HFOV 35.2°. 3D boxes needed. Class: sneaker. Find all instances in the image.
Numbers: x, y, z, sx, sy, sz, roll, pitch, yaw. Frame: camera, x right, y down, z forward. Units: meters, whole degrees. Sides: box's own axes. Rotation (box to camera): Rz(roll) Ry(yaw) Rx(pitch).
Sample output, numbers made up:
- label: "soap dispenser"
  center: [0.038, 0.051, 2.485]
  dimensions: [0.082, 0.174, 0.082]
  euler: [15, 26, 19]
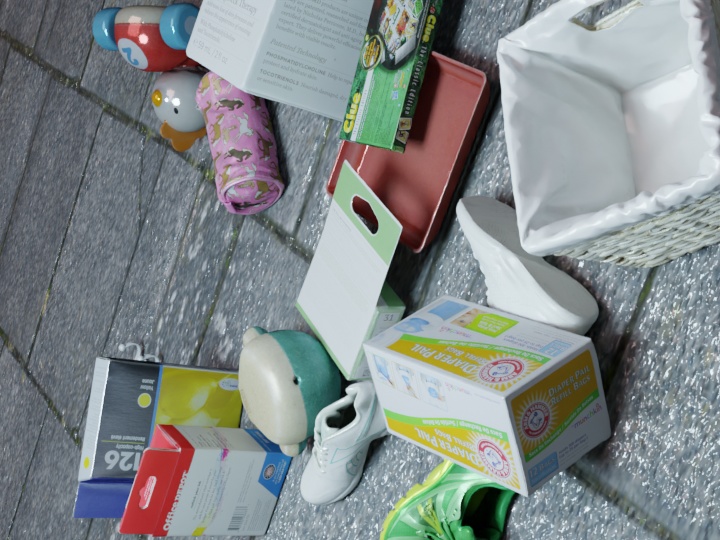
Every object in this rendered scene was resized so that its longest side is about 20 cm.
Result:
- label: "sneaker"
  center: [-0.024, 0.183, 1.241]
  dimensions: [0.200, 0.080, 0.070]
  euler: [-56, 45, 30]
- label: "sneaker"
  center: [0.140, 0.011, 1.083]
  dimensions: [0.200, 0.075, 0.089]
  euler: [57, 137, 40]
- label: "sneaker"
  center: [0.086, 0.241, 1.090]
  dimensions: [0.200, 0.074, 0.084]
  euler: [-56, 40, 28]

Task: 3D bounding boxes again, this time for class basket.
- label: "basket"
  center: [0.237, -0.118, 0.907]
  dimensions: [0.198, 0.161, 0.200]
  euler: [-24, 63, 47]

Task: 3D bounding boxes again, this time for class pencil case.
- label: "pencil case"
  center: [-0.160, -0.171, 1.494]
  dimensions: [0.087, 0.083, 0.200]
  euler: [-42, 52, 37]

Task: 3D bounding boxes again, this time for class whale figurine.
- label: "whale figurine"
  center: [-0.087, 0.137, 1.334]
  dimensions: [0.159, 0.104, 0.200]
  euler: [69, 160, 7]

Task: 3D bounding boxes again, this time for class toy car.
- label: "toy car"
  center: [-0.261, -0.267, 1.591]
  dimensions: [0.184, 0.177, 0.201]
  euler: [8, 101, 41]

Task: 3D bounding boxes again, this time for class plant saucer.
- label: "plant saucer"
  center: [0.056, -0.143, 1.248]
  dimensions: [0.200, 0.037, 0.200]
  euler: [36, 110, 49]

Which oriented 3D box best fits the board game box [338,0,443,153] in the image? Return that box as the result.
- label: "board game box"
  center: [0.036, -0.234, 1.248]
  dimensions: [0.105, 0.023, 0.200]
  euler: [21, 98, 50]

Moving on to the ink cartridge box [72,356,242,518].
- label: "ink cartridge box"
  center: [-0.249, 0.216, 1.425]
  dimensions: [0.047, 0.197, 0.201]
  euler: [3, 85, 53]

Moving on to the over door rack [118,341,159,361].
- label: "over door rack"
  center: [-0.335, 0.216, 1.642]
  dimensions: [0.148, 0.067, 0.200]
  euler: [21, 99, 53]

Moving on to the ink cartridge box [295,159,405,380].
- label: "ink cartridge box"
  center: [0.000, 0.000, 1.254]
  dimensions: [0.146, 0.048, 0.200]
  euler: [52, 130, 45]

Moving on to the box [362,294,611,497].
- label: "box"
  center: [0.112, 0.107, 1.031]
  dimensions: [0.200, 0.112, 0.102]
  euler: [16, 128, 52]

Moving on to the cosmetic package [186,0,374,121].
- label: "cosmetic package"
  center: [-0.076, -0.309, 1.350]
  dimensions: [0.167, 0.166, 0.200]
  euler: [37, 110, 50]

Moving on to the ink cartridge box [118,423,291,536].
- label: "ink cartridge box"
  center: [-0.193, 0.248, 1.342]
  dimensions: [0.067, 0.200, 0.116]
  euler: [34, 108, 50]
